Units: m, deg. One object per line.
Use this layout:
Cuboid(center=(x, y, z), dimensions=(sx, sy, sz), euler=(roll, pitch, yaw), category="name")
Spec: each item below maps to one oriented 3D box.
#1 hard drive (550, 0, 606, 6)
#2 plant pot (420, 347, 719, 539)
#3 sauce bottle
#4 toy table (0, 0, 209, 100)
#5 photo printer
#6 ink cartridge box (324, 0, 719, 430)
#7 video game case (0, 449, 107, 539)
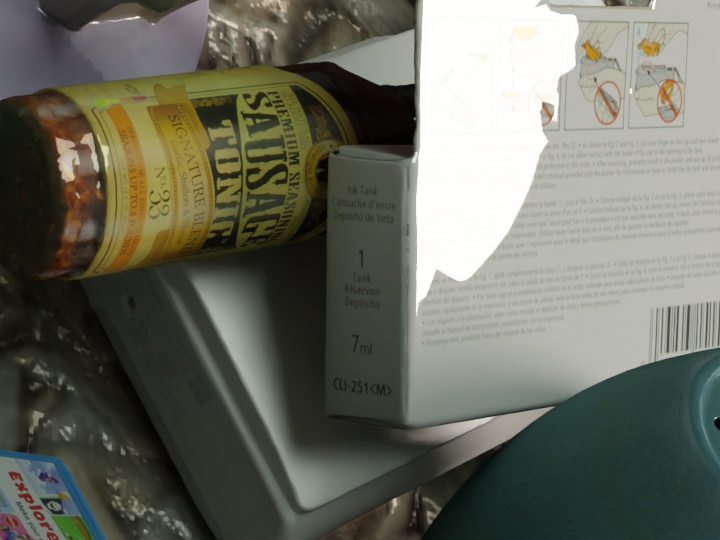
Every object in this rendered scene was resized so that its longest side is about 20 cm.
Cuboid(center=(0.063, -0.047, 1.110), dimensions=(0.132, 0.026, 0.200), euler=(48, 50, -6), category="hard drive")
Cuboid(center=(0.124, 0.104, 0.862), dimensions=(0.199, 0.135, 0.201), euler=(14, 39, -12), category="plant pot")
Cuboid(center=(-0.036, -0.040, 0.888), dimensions=(0.199, 0.066, 0.066), euler=(-13, 71, -37), category="sauce bottle")
Cuboid(center=(-0.086, -0.139, 0.987), dimensions=(0.183, 0.117, 0.201), euler=(24, 46, -31), category="toy table")
Cuboid(center=(0.000, 0.000, 0.980), dimensions=(0.199, 0.069, 0.167), euler=(-22, 81, -39), category="photo printer")
Cuboid(center=(0.069, -0.041, 0.922), dimensions=(0.199, 0.043, 0.175), euler=(-5, 98, -47), category="ink cartridge box")
Cuboid(center=(-0.150, 0.098, 0.783), dimensions=(0.199, 0.018, 0.143), euler=(11, 31, -40), category="video game case")
